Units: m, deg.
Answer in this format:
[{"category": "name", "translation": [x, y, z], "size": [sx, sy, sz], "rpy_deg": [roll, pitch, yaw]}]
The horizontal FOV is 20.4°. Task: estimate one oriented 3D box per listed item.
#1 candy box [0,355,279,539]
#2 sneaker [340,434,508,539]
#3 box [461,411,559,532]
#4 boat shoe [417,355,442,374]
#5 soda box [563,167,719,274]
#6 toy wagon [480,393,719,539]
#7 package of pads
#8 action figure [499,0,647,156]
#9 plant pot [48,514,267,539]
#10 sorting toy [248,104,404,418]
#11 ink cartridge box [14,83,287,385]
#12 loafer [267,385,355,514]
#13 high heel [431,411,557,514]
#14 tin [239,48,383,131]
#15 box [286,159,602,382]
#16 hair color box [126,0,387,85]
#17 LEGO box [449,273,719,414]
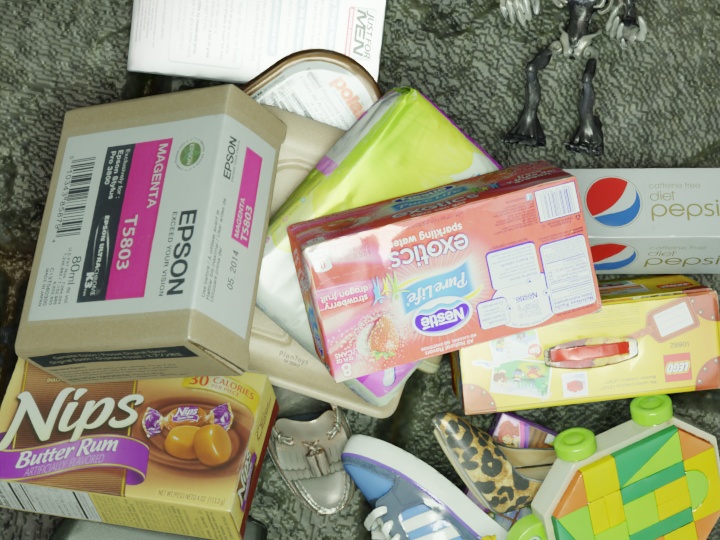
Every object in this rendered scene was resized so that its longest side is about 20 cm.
[{"category": "candy box", "translation": [-0.171, 0.126, 1.487], "size": [0.198, 0.057, 0.117], "rpy_deg": [8, 58, 13]}, {"category": "sneaker", "translation": [0.035, 0.239, 1.567], "size": [0.200, 0.081, 0.147], "rpy_deg": [37, 72, 4]}, {"category": "box", "translation": [0.136, 0.231, 1.641], "size": [0.136, 0.039, 0.201], "rpy_deg": [23, 94, -3]}, {"category": "boat shoe", "translation": [0.000, 0.000, 1.604], "size": [0.200, 0.072, 0.065], "rpy_deg": [44, 94, 1]}, {"category": "soda box", "translation": [0.226, -0.039, 1.596], "size": [0.198, 0.068, 0.064], "rpy_deg": [-1, 64, -2]}, {"category": "toy wagon", "translation": [0.187, 0.190, 1.536], "size": [0.199, 0.040, 0.156], "rpy_deg": [-23, 117, -16]}, {"category": "package of pads", "translation": [0.019, -0.021, 1.489], "size": [0.154, 0.068, 0.200], "rpy_deg": [41, 90, -13]}, {"category": "action figure", "translation": [0.170, -0.194, 1.576], "size": [0.118, 0.102, 0.202], "rpy_deg": [9, 96, 9]}, {"category": "plant pot", "translation": [-0.168, 0.255, 1.567], "size": [0.198, 0.200, 0.179], "rpy_deg": [21, 84, -3]}, {"category": "sorting toy", "translation": [-0.029, -0.007, 1.538], "size": [0.184, 0.036, 0.202], "rpy_deg": [18, 95, -11]}, {"category": "ink cartridge box", "translation": [-0.152, -0.024, 1.458], "size": [0.164, 0.075, 0.202], "rpy_deg": [-7, 64, 33]}, {"category": "loafer", "translation": [-0.051, 0.104, 1.614], "size": [0.071, 0.063, 0.202], "rpy_deg": [-15, 95, -1]}, {"category": "high heel", "translation": [0.151, 0.134, 1.556], "size": [0.142, 0.072, 0.200], "rpy_deg": [-40, 125, 6]}, {"category": "tin", "translation": [-0.069, -0.089, 1.554], "size": [0.199, 0.042, 0.112], "rpy_deg": [-35, 101, 3]}, {"category": "box", "translation": [0.058, -0.001, 1.416], "size": [0.198, 0.095, 0.103], "rpy_deg": [-16, 102, -7]}, {"category": "hair color box", "translation": [-0.080, -0.197, 1.588], "size": [0.198, 0.061, 0.100], "rpy_deg": [6, 96, -1]}, {"category": "LEGO box", "translation": [0.171, 0.055, 1.572], "size": [0.198, 0.149, 0.078], "rpy_deg": [-6, 95, -1]}]
